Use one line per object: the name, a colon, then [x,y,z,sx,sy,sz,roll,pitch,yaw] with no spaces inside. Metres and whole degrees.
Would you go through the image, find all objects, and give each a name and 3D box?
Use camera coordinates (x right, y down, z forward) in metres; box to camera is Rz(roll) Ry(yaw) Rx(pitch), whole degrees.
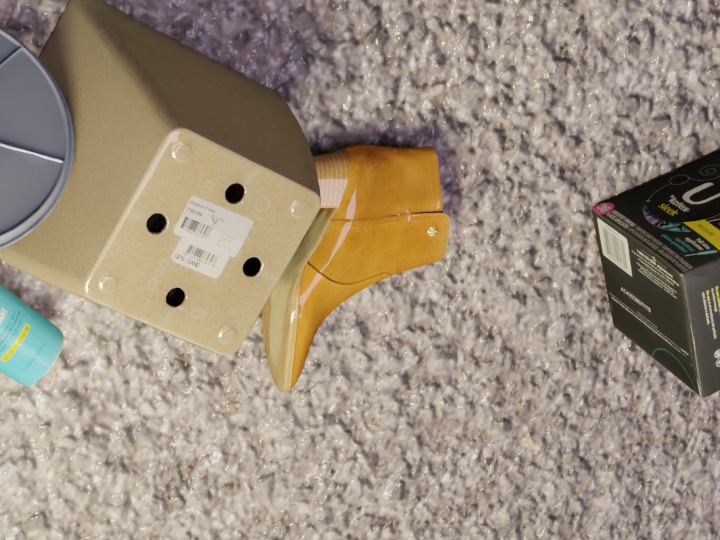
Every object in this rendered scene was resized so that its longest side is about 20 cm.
plant pot: [-0.144,-0.049,1.481,0.199,0.177,0.200,25,100,-34]
tube: [-0.309,0.013,1.507,0.200,0.050,0.078,37,82,-29]
tampon box: [0.327,-0.013,1.758,0.199,0.150,0.127,-24,122,-16]
toy pizza: [-0.295,-0.093,1.397,0.199,0.201,0.032,-7,156,-25]
boot: [0.000,-0.001,1.640,0.143,0.071,0.202,-2,108,-24]
